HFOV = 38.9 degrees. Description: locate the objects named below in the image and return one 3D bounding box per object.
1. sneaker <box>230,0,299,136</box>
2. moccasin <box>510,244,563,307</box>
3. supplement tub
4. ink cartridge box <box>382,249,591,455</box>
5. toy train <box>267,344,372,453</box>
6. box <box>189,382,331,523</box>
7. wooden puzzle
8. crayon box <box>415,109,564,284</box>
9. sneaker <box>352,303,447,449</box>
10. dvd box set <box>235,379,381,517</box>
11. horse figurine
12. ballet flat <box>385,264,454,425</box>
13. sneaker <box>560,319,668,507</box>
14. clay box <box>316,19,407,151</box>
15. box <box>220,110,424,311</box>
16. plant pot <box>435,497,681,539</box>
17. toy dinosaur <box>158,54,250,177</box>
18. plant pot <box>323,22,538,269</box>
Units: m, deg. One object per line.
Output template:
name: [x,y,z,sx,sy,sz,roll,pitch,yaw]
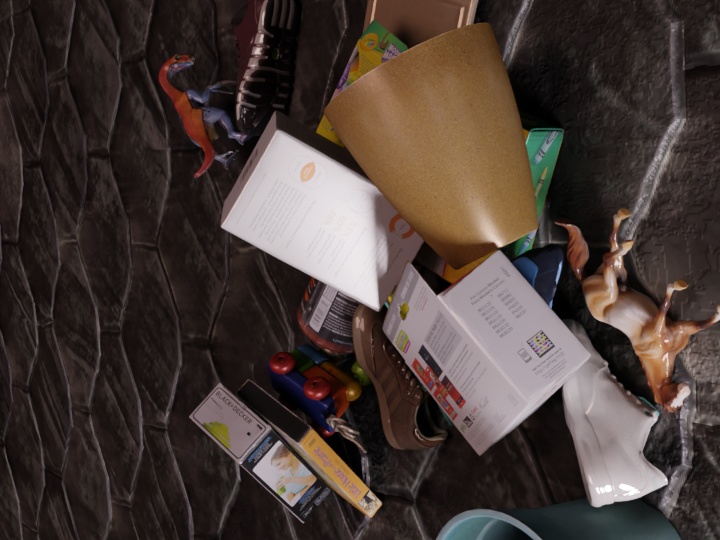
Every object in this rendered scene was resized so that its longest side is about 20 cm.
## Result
sneaker: [-0.150,-0.297,1.448,0.115,0.075,0.201,30,107,51]
moccasin: [0.176,0.048,1.072,0.081,0.068,0.200,48,154,19]
supplement tub: [0.000,0.000,1.262,0.107,0.107,0.200,51,130,34]
ink cartridge box: [0.114,0.071,1.014,0.176,0.084,0.200,51,160,14]
toy train: [-0.019,0.154,1.305,0.200,0.116,0.085,30,143,39]
box: [-0.129,0.242,1.339,0.117,0.060,0.200,34,164,37]
wooden puzzle: [0.063,-0.255,1.212,0.185,0.037,0.201,31,114,45]
crayon box: [0.138,-0.078,1.118,0.119,0.058,0.201,34,120,43]
sneaker: [0.053,0.124,1.226,0.075,0.070,0.201,-5,114,32]
dvd box set: [-0.066,0.233,1.325,0.029,0.200,0.146,-48,42,-13]
horse figurine: [0.262,0.029,0.975,0.200,0.050,0.133,47,146,27]
ballet flat: [0.090,0.083,1.182,0.067,0.067,0.200,-27,92,12]
sneaker: [0.247,0.134,1.008,0.075,0.088,0.201,70,-169,-54]
clay box: [0.005,-0.180,1.188,0.200,0.047,0.115,-62,34,19]
box: [-0.035,-0.065,1.114,0.125,0.200,0.098,-57,15,15]
plant pot: [0.202,0.307,0.976,0.200,0.196,0.201,9,102,51]
toy dinosaur: [-0.241,-0.244,1.506,0.181,0.200,0.105,39,112,4]
plant pot: [0.089,-0.109,1.006,0.186,0.186,0.200,-30,85,49]
